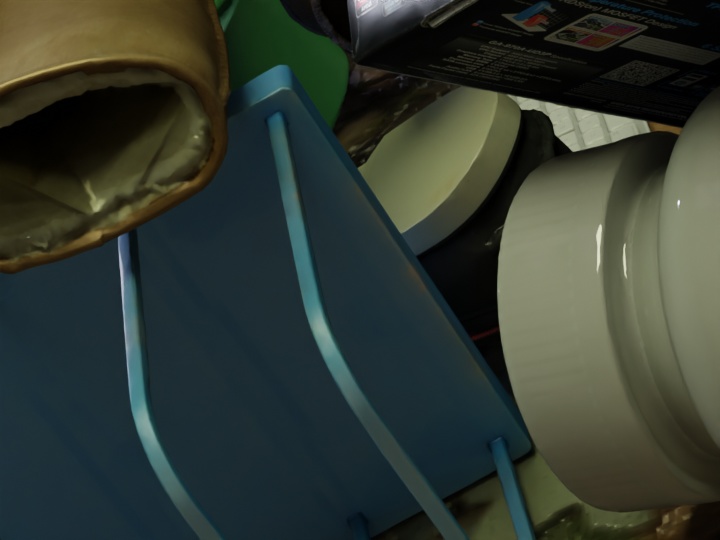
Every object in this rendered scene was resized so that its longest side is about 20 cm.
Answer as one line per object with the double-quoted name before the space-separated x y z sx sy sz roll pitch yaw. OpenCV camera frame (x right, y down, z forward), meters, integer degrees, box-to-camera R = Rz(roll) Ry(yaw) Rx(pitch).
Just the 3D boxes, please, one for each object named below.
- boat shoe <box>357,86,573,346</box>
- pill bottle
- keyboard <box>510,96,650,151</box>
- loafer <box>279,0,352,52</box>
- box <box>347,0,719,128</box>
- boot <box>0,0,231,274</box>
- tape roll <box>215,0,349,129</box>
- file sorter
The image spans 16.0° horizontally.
"boat shoe" -0.001 0.002 0.785 0.201 0.063 0.074 -21 40 51
"pill bottle" 0.138 -0.003 0.590 0.199 0.110 0.110 -13 35 34
"keyboard" 0.062 -0.066 0.872 0.056 0.011 0.200 -28 29 12
"loafer" 0.058 -0.116 0.677 0.199 0.073 0.071 -36 50 23
"box" 0.119 -0.077 0.614 0.159 0.199 0.046 -24 63 53
"boot" -0.119 -0.062 0.700 0.174 0.066 0.201 -24 30 11
"tape roll" -0.085 -0.008 0.833 0.200 0.048 0.201 -46 17 19
"file sorter" -0.064 0.074 0.660 0.199 0.139 0.123 -29 31 10
